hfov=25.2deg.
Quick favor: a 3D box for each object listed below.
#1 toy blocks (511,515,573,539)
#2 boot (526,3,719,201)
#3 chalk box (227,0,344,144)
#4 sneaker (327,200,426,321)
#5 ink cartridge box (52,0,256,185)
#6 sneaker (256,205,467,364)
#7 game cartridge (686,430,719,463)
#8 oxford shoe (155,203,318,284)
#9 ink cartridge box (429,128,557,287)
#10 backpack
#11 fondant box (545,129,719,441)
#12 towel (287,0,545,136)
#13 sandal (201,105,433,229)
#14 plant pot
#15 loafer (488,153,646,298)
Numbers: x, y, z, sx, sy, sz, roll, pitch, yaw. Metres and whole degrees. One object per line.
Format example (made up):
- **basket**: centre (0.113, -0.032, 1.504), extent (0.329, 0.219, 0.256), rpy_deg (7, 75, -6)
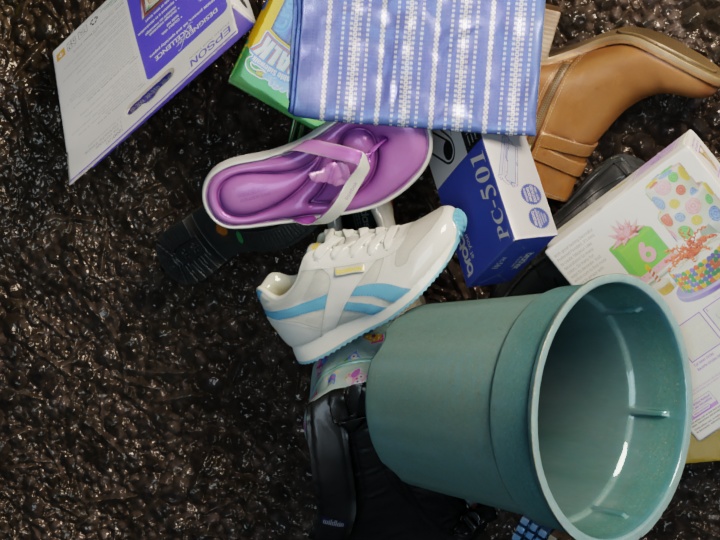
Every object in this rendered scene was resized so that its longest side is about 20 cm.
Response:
- **toy blocks**: centre (0.174, 0.223, 1.371), extent (0.100, 0.136, 0.201), rpy_deg (32, 117, 19)
- **boot**: centre (0.191, -0.128, 1.338), extent (0.198, 0.077, 0.157), rpy_deg (15, 107, 7)
- **chalk box**: centre (-0.025, -0.185, 1.347), extent (0.123, 0.124, 0.201), rpy_deg (29, 106, 0)
- **sneaker**: centre (0.008, 0.003, 1.401), extent (0.070, 0.093, 0.202), rpy_deg (-11, 99, 15)
- **ink cartridge box**: centre (-0.177, -0.182, 1.361), extent (0.198, 0.201, 0.043), rpy_deg (-39, 129, 18)
- **sneaker**: centre (0.000, 0.000, 1.313), extent (0.199, 0.077, 0.081), rpy_deg (-33, 103, 27)
- **game cartridge**: centre (0.304, 0.064, 1.380), extent (0.175, 0.032, 0.202), rpy_deg (-6, 98, 15)
- **oxford shoe**: centre (-0.091, -0.056, 1.399), extent (0.199, 0.084, 0.073), rpy_deg (-18, 107, 40)
- **ink cartridge box**: centre (0.095, -0.098, 1.317), extent (0.044, 0.094, 0.202), rpy_deg (-7, 69, -25)
- **backpack**: centre (0.020, 0.146, 1.395), extent (0.165, 0.127, 0.201), rpy_deg (-13, 124, 9)
- **fondant box**: centre (0.264, 0.013, 1.269), extent (0.144, 0.058, 0.200), rpy_deg (-38, 96, 25)
- **towel**: centre (0.044, -0.184, 1.252), extent (0.198, 0.024, 0.146), rpy_deg (4, 93, 0)
- **sandal**: centre (-0.035, -0.071, 1.293), extent (0.201, 0.050, 0.083), rpy_deg (-19, 109, 17)
- **plant pot**: centre (0.121, 0.101, 1.243), extent (0.195, 0.199, 0.202), rpy_deg (2, 105, 46)
- **loafer**: centre (0.177, -0.011, 1.354), extent (0.068, 0.071, 0.201), rpy_deg (25, 123, -26)
